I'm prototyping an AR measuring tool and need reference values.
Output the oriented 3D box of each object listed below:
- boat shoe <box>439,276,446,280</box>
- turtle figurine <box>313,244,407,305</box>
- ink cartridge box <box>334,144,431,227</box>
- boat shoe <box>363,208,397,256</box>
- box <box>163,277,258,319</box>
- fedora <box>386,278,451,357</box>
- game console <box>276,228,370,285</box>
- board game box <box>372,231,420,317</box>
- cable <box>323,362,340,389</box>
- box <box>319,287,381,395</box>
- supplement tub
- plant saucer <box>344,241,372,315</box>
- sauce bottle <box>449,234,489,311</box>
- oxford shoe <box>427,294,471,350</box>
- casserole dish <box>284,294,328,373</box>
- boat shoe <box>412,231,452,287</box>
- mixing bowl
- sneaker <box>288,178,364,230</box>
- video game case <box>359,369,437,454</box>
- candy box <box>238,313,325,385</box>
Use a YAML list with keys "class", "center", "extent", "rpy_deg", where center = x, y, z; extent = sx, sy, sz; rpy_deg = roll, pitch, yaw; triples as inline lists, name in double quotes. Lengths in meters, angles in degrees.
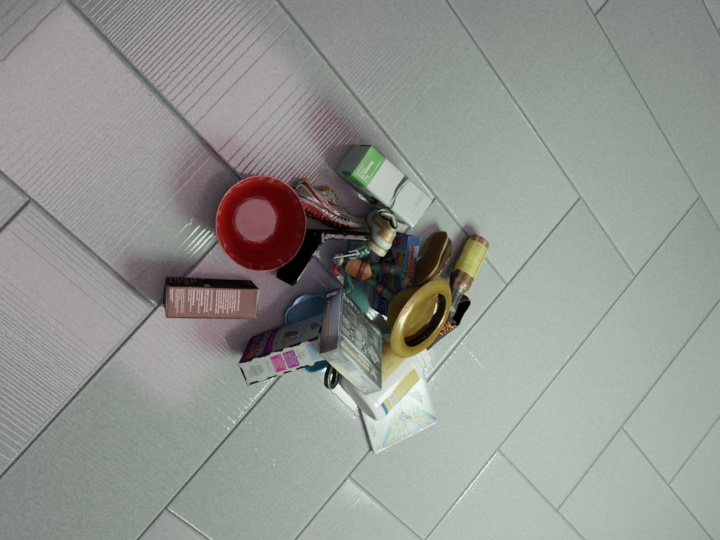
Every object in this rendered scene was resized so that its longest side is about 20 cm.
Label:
- class: "boat shoe"
  center: [0.155, 0.078, 1.500]
  extent: [0.064, 0.072, 0.201]
  rpy_deg: [34, 49, 0]
- class: "turtle figurine"
  center: [0.000, 0.000, 1.377]
  extent: [0.196, 0.101, 0.152]
  rpy_deg: [19, 122, 2]
- class: "ink cartridge box"
  center: [0.051, -0.198, 1.406]
  extent: [0.199, 0.146, 0.084]
  rpy_deg: [37, 87, -22]
- class: "boat shoe"
  center: [0.054, -0.101, 1.378]
  extent: [0.074, 0.201, 0.069]
  rpy_deg: [34, 109, -17]
- class: "box"
  center: [-0.329, 0.061, 1.328]
  extent: [0.195, 0.100, 0.077]
  rpy_deg: [4, 98, -22]
- class: "fedora"
  center: [0.120, 0.095, 1.356]
  extent: [0.198, 0.081, 0.204]
  rpy_deg: [-28, 133, -33]
- class: "game console"
  center: [-0.087, -0.032, 1.347]
  extent: [0.172, 0.199, 0.120]
  rpy_deg: [1, 95, -19]
- class: "board game box"
  center: [0.083, 0.011, 1.460]
  extent: [0.034, 0.135, 0.205]
  rpy_deg: [6, 98, -24]
- class: "cable"
  center: [-0.039, 0.179, 1.432]
  extent: [0.098, 0.049, 0.203]
  rpy_deg: [61, 41, -48]
- class: "box"
  center: [-0.017, 0.160, 1.350]
  extent: [0.047, 0.161, 0.200]
  rpy_deg: [-18, 137, 24]
- class: "supplement tub"
  center: [0.064, 0.250, 1.484]
  extent: [0.200, 0.144, 0.146]
  rpy_deg: [-42, 111, -18]
- class: "plant saucer"
  center: [-0.005, 0.023, 1.492]
  extent: [0.068, 0.019, 0.206]
  rpy_deg: [1, 98, -22]
- class: "sauce bottle"
  center: [0.266, 0.007, 1.551]
  extent: [0.066, 0.066, 0.203]
  rpy_deg: [37, 72, -23]
- class: "oxford shoe"
  center: [0.209, 0.138, 1.565]
  extent: [0.071, 0.072, 0.201]
  rpy_deg: [41, 84, -23]
- class: "casserole dish"
  center: [-0.114, 0.151, 1.461]
  extent: [0.119, 0.039, 0.204]
  rpy_deg: [-24, 106, -15]
- class: "boat shoe"
  center: [0.180, -0.010, 1.496]
  extent: [0.201, 0.069, 0.071]
  rpy_deg: [-52, 133, -36]
- class: "mixing bowl"
  center: [-0.225, -0.107, 1.332]
  extent: [0.195, 0.108, 0.206]
  rpy_deg: [-3, 100, -18]
- class: "sneaker"
  center: [-0.068, -0.151, 1.405]
  extent: [0.197, 0.077, 0.084]
  rpy_deg: [23, 81, -28]
- class: "video game case"
  center: [0.097, 0.360, 1.589]
  extent: [0.196, 0.022, 0.186]
  rpy_deg: [-22, 107, -17]
- class: "candy box"
  center: [-0.162, 0.175, 1.357]
  extent: [0.196, 0.137, 0.062]
  rpy_deg: [-19, 107, 10]
